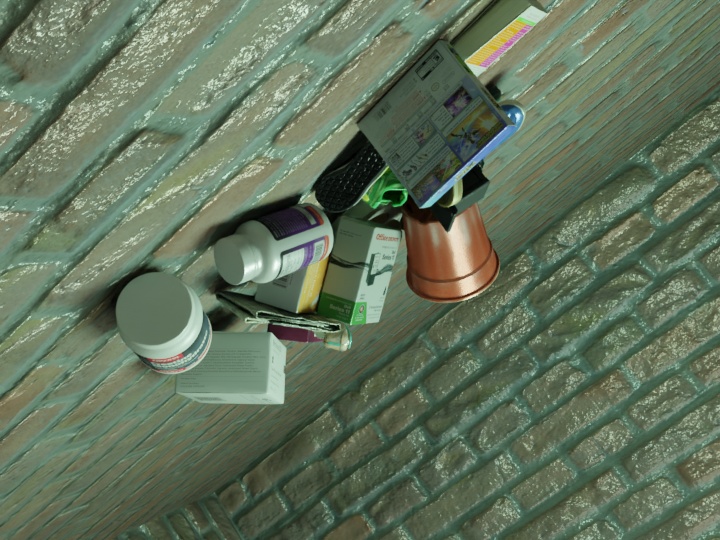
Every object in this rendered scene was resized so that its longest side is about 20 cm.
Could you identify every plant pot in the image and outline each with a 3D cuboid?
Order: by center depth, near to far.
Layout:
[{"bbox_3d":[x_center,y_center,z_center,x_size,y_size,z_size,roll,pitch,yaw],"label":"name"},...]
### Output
[{"bbox_3d":[0.171,-0.074,1.833,0.201,0.201,0.196,-32,132,-16],"label":"plant pot"}]

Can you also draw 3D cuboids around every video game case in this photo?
[{"bbox_3d":[0.119,-0.233,1.447,0.200,0.181,0.045,-42,165,27],"label":"video game case"}]

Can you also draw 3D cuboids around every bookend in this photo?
[{"bbox_3d":[0.183,-0.211,1.644,0.199,0.200,0.092,-32,167,-11],"label":"bookend"}]

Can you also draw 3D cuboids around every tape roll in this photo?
[{"bbox_3d":[0.008,-0.103,1.934,0.203,0.037,0.203,-33,167,-9],"label":"tape roll"}]

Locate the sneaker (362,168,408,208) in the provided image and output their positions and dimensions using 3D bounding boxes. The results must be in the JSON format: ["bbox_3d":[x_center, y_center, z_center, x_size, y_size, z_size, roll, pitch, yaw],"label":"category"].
[{"bbox_3d":[0.068,-0.165,1.765,0.200,0.084,0.074,-26,163,-41],"label":"sneaker"}]

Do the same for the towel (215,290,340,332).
[{"bbox_3d":[-0.162,0.085,1.749,0.192,0.035,0.200,12,-177,-32],"label":"towel"}]

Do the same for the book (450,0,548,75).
[{"bbox_3d":[0.210,-0.374,1.489,0.200,0.048,0.134,-40,167,24],"label":"book"}]

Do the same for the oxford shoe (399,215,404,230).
[{"bbox_3d":[0.147,-0.163,1.988,0.200,0.070,0.075,-48,-163,-32],"label":"oxford shoe"}]

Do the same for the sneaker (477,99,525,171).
[{"bbox_3d":[0.237,-0.241,1.746,0.200,0.077,0.111,-32,-153,40],"label":"sneaker"}]

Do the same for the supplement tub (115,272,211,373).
[{"bbox_3d":[-0.332,0.091,1.525,0.140,0.140,0.200,-33,167,-11],"label":"supplement tub"}]

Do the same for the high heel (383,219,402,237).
[{"bbox_3d":[0.005,-0.038,1.936,0.200,0.067,0.096,-39,167,-11],"label":"high heel"}]

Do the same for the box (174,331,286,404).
[{"bbox_3d":[-0.271,0.209,1.914,0.199,0.131,0.199,0,166,5],"label":"box"}]

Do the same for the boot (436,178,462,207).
[{"bbox_3d":[0.177,-0.211,1.542,0.154,0.200,0.072,-7,173,-38],"label":"boot"}]

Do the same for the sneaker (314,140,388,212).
[{"bbox_3d":[0.004,-0.175,1.599,0.200,0.072,0.083,-35,-174,34],"label":"sneaker"}]

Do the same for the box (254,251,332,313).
[{"bbox_3d":[-0.110,0.011,1.789,0.200,0.097,0.125,-1,106,-68],"label":"box"}]

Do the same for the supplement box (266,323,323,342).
[{"bbox_3d":[-0.120,0.089,2.009,0.103,0.131,0.200,6,-179,20],"label":"supplement box"}]

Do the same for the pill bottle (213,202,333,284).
[{"bbox_3d":[-0.153,-0.043,1.575,0.200,0.112,0.111,-23,162,-42],"label":"pill bottle"}]

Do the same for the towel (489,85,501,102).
[{"bbox_3d":[0.230,-0.302,1.843,0.147,0.022,0.200,-37,169,7],"label":"towel"}]

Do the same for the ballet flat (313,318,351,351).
[{"bbox_3d":[-0.070,0.109,1.877,0.067,0.068,0.200,-1,-164,-13],"label":"ballet flat"}]

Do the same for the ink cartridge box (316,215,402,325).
[{"bbox_3d":[0.000,0.000,1.798,0.147,0.083,0.200,0,105,-65],"label":"ink cartridge box"}]
